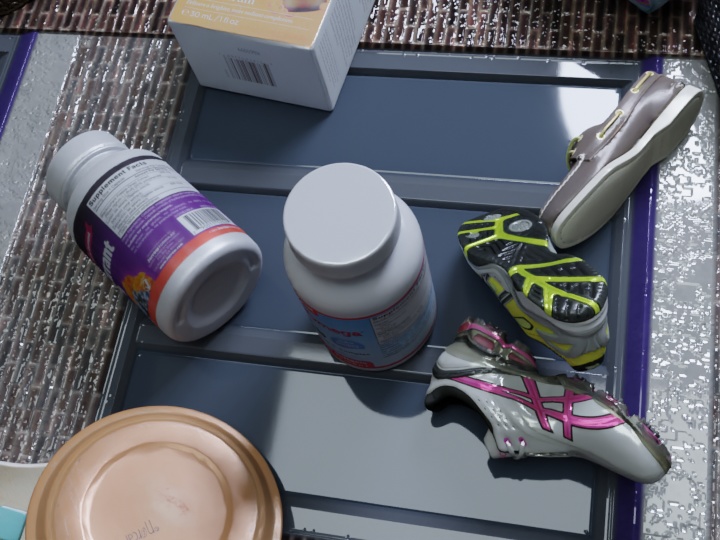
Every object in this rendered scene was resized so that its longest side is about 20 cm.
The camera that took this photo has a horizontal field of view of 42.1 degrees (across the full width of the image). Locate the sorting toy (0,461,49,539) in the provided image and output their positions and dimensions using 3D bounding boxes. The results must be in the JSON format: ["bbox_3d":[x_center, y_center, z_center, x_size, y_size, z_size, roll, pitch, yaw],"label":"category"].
[{"bbox_3d":[-0.251,0.234,0.748,0.179,0.107,0.201,-23,59,-12],"label":"sorting toy"}]

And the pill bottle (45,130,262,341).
[{"bbox_3d":[-0.192,-0.038,0.843,0.200,0.112,0.111,40,78,23],"label":"pill bottle"}]

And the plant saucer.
[{"bbox_3d":[-0.159,0.194,0.736,0.199,0.032,0.201,6,51,-8],"label":"plant saucer"}]

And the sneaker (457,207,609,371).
[{"bbox_3d":[0.135,0.012,0.765,0.075,0.077,0.200,-20,31,-5],"label":"sneaker"}]

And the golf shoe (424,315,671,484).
[{"bbox_3d":[0.144,0.120,0.741,0.199,0.073,0.092,29,78,29],"label":"golf shoe"}]

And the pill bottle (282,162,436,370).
[{"bbox_3d":[0.000,0.000,0.744,0.108,0.200,0.109,-4,65,8],"label":"pill bottle"}]

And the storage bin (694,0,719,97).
[{"bbox_3d":[0.390,-0.195,0.821,0.134,0.094,0.201,-11,66,5],"label":"storage bin"}]

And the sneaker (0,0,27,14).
[{"bbox_3d":[-0.351,-0.373,1.041,0.200,0.067,0.090,-31,70,-1],"label":"sneaker"}]

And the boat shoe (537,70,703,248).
[{"bbox_3d":[0.219,-0.101,0.824,0.059,0.072,0.200,38,74,28],"label":"boat shoe"}]

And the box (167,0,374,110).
[{"bbox_3d":[-0.074,-0.282,0.932,0.151,0.106,0.201,13,70,15],"label":"box"}]

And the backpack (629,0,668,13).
[{"bbox_3d":[0.251,-0.345,0.890,0.200,0.167,0.127,42,98,20],"label":"backpack"}]
